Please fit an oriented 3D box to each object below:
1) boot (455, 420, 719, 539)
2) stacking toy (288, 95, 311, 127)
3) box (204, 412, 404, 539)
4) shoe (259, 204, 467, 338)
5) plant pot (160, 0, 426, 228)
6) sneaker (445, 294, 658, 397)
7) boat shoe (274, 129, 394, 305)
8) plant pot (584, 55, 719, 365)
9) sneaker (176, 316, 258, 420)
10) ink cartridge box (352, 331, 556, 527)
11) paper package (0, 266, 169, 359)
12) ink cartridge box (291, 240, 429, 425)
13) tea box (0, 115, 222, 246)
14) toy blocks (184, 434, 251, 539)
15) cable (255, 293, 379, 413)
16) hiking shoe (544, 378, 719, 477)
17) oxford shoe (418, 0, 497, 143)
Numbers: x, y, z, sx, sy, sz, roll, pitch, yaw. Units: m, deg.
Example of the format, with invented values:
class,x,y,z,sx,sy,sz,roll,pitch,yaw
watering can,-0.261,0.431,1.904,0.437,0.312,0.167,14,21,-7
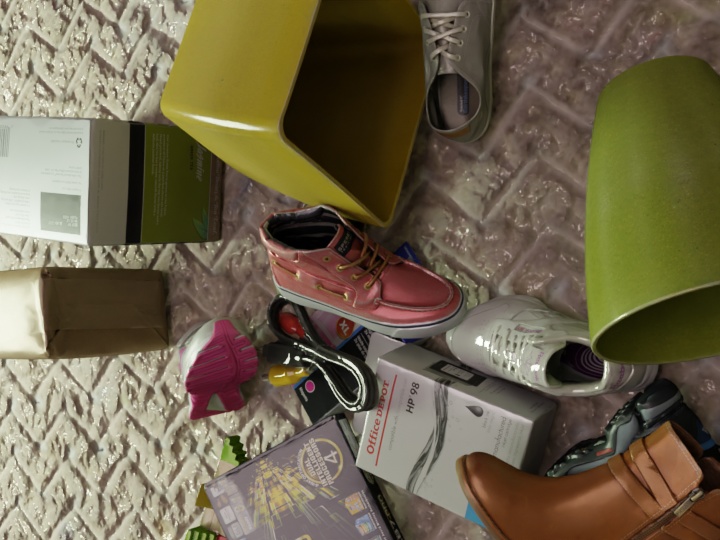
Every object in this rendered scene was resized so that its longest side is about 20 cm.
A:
class,x,y,z,sx,sy,sz,roll,pitch,yaw
boot,0.188,0.169,0.780,0.199,0.074,0.155,35,118,-6
stacking toy,-0.097,-0.189,1.066,0.200,0.085,0.086,46,116,22
box,-0.046,0.270,1.010,0.160,0.049,0.202,-28,80,11
shoe,0.000,0.000,0.923,0.198,0.091,0.072,13,58,21
plant pot,-0.064,-0.176,0.922,0.175,0.200,0.202,8,74,32
sneaker,0.152,0.065,0.869,0.198,0.099,0.076,5,96,38
boat shoe,-0.022,-0.043,1.016,0.063,0.073,0.202,39,106,34
plant pot,0.248,-0.053,0.763,0.186,0.186,0.202,-24,62,34
sneaker,-0.164,0.091,1.082,0.200,0.080,0.089,118,138,-59
ink cartridge box,0.069,0.147,0.931,0.198,0.066,0.117,20,108,26
paper package,-0.362,0.052,1.197,0.198,0.190,0.105,-4,86,36
ink cartridge box,-0.001,0.067,1.026,0.200,0.037,0.095,-42,67,28
tea box,-0.293,-0.103,1.137,0.198,0.196,0.136,8,97,35
toy blocks,-0.108,0.299,1.084,0.135,0.100,0.202,19,93,22
cable,-0.039,0.080,0.986,0.199,0.050,0.098,10,91,47
hiking shoe,0.213,0.182,0.843,0.087,0.074,0.200,49,126,12
oxford shoe,0.085,-0.215,0.912,0.074,0.058,0.203,2,106,30
